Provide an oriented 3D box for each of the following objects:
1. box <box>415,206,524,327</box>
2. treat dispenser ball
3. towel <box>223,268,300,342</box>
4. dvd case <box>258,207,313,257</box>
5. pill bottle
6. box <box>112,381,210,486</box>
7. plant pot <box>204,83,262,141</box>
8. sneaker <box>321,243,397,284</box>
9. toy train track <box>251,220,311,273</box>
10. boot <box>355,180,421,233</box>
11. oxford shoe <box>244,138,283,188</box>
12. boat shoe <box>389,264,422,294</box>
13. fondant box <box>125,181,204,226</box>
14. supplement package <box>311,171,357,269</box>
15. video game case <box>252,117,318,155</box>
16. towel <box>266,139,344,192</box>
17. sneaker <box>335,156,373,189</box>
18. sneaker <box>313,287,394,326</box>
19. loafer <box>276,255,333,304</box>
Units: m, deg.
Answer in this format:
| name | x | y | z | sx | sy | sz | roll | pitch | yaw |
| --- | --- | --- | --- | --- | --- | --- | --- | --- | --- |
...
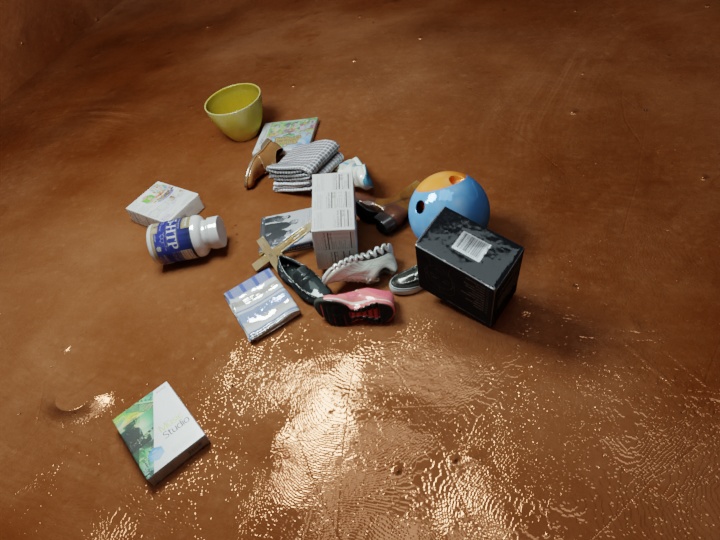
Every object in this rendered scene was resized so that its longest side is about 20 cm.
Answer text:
| name | x | y | z | sx | sy | sz | roll | pitch | yaw |
| --- | --- | --- | --- | --- | --- | --- | --- | --- | --- |
| box | 0.235 | -0.004 | 1.357 | 0.199 | 0.197 | 0.124 | 31 | 69 | 22 |
| treat dispenser ball | 0.219 | -0.144 | 1.535 | 0.200 | 0.201 | 0.202 | -8 | 44 | 8 |
| towel | -0.253 | 0.082 | 1.574 | 0.146 | 0.024 | 0.200 | -31 | 46 | -12 |
| dvd case | -0.186 | -0.114 | 1.753 | 0.199 | 0.025 | 0.151 | -11 | 44 | 5 |
| pill bottle | -0.486 | -0.091 | 1.751 | 0.199 | 0.120 | 0.120 | -12 | 44 | 5 |
| box | -0.438 | 0.350 | 1.358 | 0.144 | 0.036 | 0.200 | -37 | 47 | -20 |
| plant pot | -0.421 | -0.535 | 2.157 | 0.199 | 0.142 | 0.201 | -9 | 44 | 9 |
| sneaker | 0.000 | 0.000 | 1.540 | 0.199 | 0.075 | 0.081 | -21 | 82 | -12 |
| toy train track | -0.204 | -0.064 | 1.679 | 0.200 | 0.033 | 0.115 | -36 | 75 | 4 |
| boot | 0.088 | -0.206 | 1.733 | 0.200 | 0.069 | 0.188 | -36 | 45 | -21 |
| oxford shoe | -0.310 | -0.338 | 1.985 | 0.071 | 0.071 | 0.201 | 24 | 63 | 3 |
| boat shoe | 0.163 | 0.000 | 1.513 | 0.199 | 0.057 | 0.069 | -18 | 44 | -2 |
| fondant box | -0.609 | -0.195 | 1.936 | 0.199 | 0.058 | 0.144 | 19 | 54 | 30 |
| supplement package | -0.066 | -0.129 | 1.613 | 0.110 | 0.156 | 0.201 | -3 | 52 | 2 |
| video game case | -0.253 | -0.454 | 2.113 | 0.199 | 0.022 | 0.183 | -3 | 46 | 14 |
| towel | -0.172 | -0.322 | 1.885 | 0.199 | 0.086 | 0.166 | 4 | 46 | 39 |
| sneaker | -0.017 | -0.273 | 1.813 | 0.080 | 0.077 | 0.200 | -24 | 24 | -5 |
| sneaker | -0.011 | 0.081 | 1.490 | 0.199 | 0.074 | 0.087 | 1 | 33 | 13 |
| loafer | -0.146 | 0.023 | 1.571 | 0.068 | 0.071 | 0.200 | -39 | 49 | -23 |
